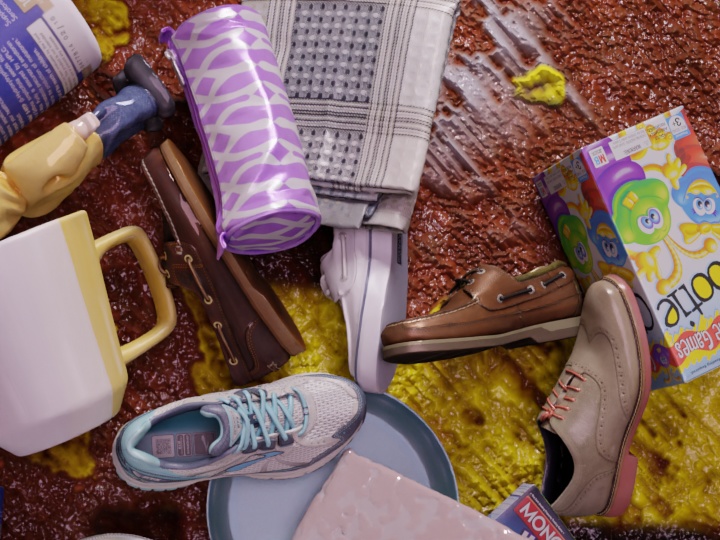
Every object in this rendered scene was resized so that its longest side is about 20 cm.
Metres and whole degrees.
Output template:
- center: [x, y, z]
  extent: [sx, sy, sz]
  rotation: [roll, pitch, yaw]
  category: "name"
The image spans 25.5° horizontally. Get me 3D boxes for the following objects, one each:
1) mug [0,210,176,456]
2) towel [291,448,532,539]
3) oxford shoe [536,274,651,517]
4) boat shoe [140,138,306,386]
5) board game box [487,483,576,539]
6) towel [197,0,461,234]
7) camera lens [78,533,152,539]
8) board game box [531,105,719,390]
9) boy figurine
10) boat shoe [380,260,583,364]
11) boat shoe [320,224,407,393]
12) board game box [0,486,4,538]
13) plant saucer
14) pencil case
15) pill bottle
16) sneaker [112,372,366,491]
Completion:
- center: [-0.231, 0.045, 1.191]
  extent: [0.186, 0.149, 0.154]
  rotation: [-22, 94, -6]
  category: "mug"
- center: [0.011, 0.250, 1.168]
  extent: [0.191, 0.032, 0.200]
  rotation: [21, 72, 36]
  category: "towel"
- center: [0.180, 0.103, 1.259]
  extent: [0.075, 0.070, 0.201]
  rotation: [-2, 100, -23]
  category: "oxford shoe"
- center: [-0.121, -0.003, 1.241]
  extent: [0.070, 0.070, 0.200]
  rotation: [-29, 96, 8]
  category: "boat shoe"
- center: [0.146, 0.272, 1.249]
  extent: [0.200, 0.062, 0.200]
  rotation: [-39, 102, -16]
  category: "board game box"
- center: [-0.030, -0.134, 1.264]
  extent: [0.192, 0.035, 0.201]
  rotation: [9, 80, 18]
  category: "towel"
- center: [-0.175, 0.270, 1.134]
  extent: [0.159, 0.200, 0.161]
  rotation: [1, 81, -10]
  category: "camera lens"
- center: [0.240, -0.013, 1.293]
  extent: [0.103, 0.105, 0.200]
  rotation: [-23, 86, -19]
  category: "board game box"
- center: [-0.238, -0.084, 1.210]
  extent: [0.200, 0.124, 0.065]
  rotation: [-36, 93, -24]
  category: "boy figurine"
- center: [0.094, 0.032, 1.266]
  extent: [0.200, 0.072, 0.068]
  rotation: [-6, 84, -39]
  category: "boat shoe"
- center: [0.000, 0.000, 1.278]
  extent: [0.065, 0.074, 0.201]
  rotation: [-1, 73, 17]
  category: "boat shoe"
- center: [-0.325, 0.171, 1.122]
  extent: [0.134, 0.200, 0.045]
  rotation: [3, 81, -10]
  category: "board game box"
- center: [-0.022, 0.188, 1.256]
  extent: [0.199, 0.027, 0.201]
  rotation: [1, 78, -6]
  category: "plant saucer"
- center: [-0.092, -0.109, 1.218]
  extent: [0.085, 0.084, 0.201]
  rotation: [-8, 65, -25]
  category: "pencil case"
- center: [-0.309, -0.145, 1.212]
  extent: [0.200, 0.120, 0.120]
  rotation: [-41, 90, -13]
  category: "pill bottle"
- center: [-0.089, 0.124, 1.203]
  extent: [0.199, 0.086, 0.078]
  rotation: [-14, 79, -9]
  category: "sneaker"
